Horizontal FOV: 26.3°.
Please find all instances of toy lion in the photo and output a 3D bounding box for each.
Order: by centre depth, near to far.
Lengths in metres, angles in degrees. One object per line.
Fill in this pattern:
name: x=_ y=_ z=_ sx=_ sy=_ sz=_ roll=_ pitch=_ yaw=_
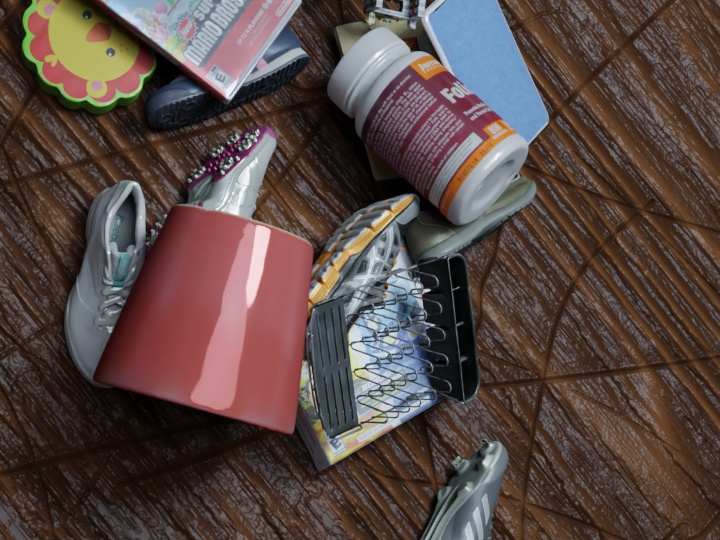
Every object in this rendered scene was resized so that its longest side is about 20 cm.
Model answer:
toy lion: x=-0.266 y=-0.269 z=1.578 sx=0.190 sy=0.069 sz=0.202 roll=-25 pitch=86 yaw=-19

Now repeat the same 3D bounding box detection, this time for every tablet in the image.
tablet: x=0.140 y=-0.221 z=1.704 sx=0.130 sy=0.014 sz=0.202 roll=-45 pitch=117 yaw=-40

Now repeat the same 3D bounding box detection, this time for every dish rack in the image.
dish rack: x=0.030 y=0.077 z=1.515 sx=0.199 sy=0.054 sz=0.156 roll=-20 pitch=107 yaw=-43

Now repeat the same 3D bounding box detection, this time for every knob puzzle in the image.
knob puzzle: x=0.077 y=-0.198 z=1.717 sx=0.217 sy=0.030 sz=0.223 roll=6 pitch=73 yaw=-21

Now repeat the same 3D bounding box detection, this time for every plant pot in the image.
plant pot: x=-0.132 y=0.044 z=1.438 sx=0.198 sy=0.200 sz=0.180 roll=18 pitch=83 yaw=-17

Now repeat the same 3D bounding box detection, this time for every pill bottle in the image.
pill bottle: x=0.067 y=-0.152 z=1.596 sx=0.200 sy=0.115 sz=0.114 roll=43 pitch=62 yaw=15

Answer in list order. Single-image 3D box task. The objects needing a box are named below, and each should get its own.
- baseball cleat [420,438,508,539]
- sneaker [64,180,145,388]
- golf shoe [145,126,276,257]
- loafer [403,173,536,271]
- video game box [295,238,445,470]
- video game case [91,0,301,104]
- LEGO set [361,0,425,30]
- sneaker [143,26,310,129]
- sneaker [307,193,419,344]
baseball cleat: x=0.111 y=0.278 z=1.588 sx=0.106 sy=0.070 sz=0.201 roll=40 pitch=74 yaw=-16
sneaker: x=-0.240 y=0.010 z=1.491 sx=0.074 sy=0.088 sz=0.203 roll=6 pitch=78 yaw=-22
golf shoe: x=-0.139 y=-0.060 z=1.574 sx=0.092 sy=0.075 sz=0.201 roll=50 pitch=59 yaw=-28
loafer: x=0.117 y=-0.067 z=1.660 sx=0.199 sy=0.075 sz=0.070 roll=-32 pitch=83 yaw=-44
video game box: x=-0.001 y=0.079 z=1.599 sx=0.199 sy=0.047 sz=0.184 roll=-28 pitch=85 yaw=-27
video game case: x=-0.175 y=-0.282 z=1.561 sx=0.199 sy=0.017 sz=0.144 roll=37 pitch=68 yaw=-7
LEGO set: x=-0.016 y=-0.313 z=1.643 sx=0.198 sy=0.153 sz=0.118 roll=9 pitch=85 yaw=-33
sneaker: x=-0.152 y=-0.212 z=1.608 sx=0.199 sy=0.070 sz=0.083 roll=-26 pitch=78 yaw=-32
sneaker: x=0.000 y=0.000 z=1.564 sx=0.077 sy=0.078 sz=0.200 roll=48 pitch=65 yaw=-16
